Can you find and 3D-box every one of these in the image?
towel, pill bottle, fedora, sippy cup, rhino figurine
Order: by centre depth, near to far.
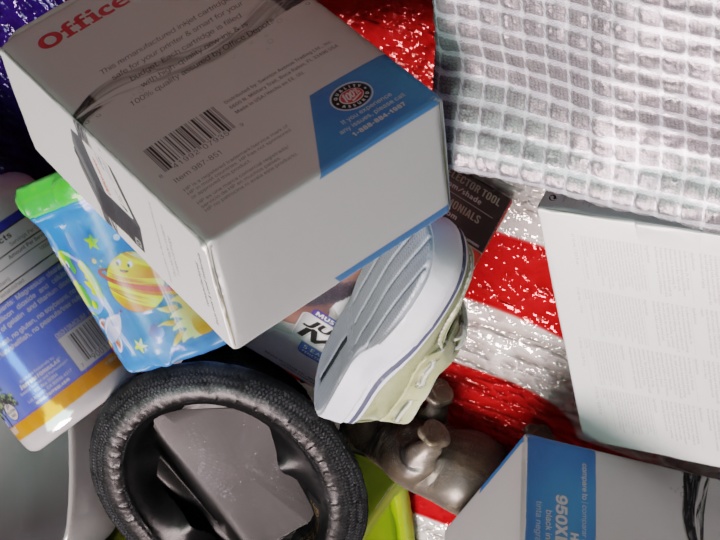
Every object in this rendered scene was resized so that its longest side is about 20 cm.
[{"bbox_3d":[0.124,-0.110,0.921,0.199,0.086,0.166,15,141,21],"label":"towel"},{"bbox_3d":[-0.118,-0.014,1.127,0.139,0.178,0.131,-22,96,4],"label":"sippy cup"},{"bbox_3d":[-0.232,0.008,1.237,0.200,0.112,0.112,53,141,-3],"label":"pill bottle"},{"bbox_3d":[-0.081,0.118,1.248,0.199,0.092,0.202,4,127,6],"label":"fedora"},{"bbox_3d":[0.046,0.119,1.272,0.199,0.060,0.088,25,142,10],"label":"rhino figurine"}]

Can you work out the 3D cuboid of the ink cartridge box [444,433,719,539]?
[{"bbox_3d":[0.167,0.189,1.192,0.199,0.085,0.145,13,144,-13],"label":"ink cartridge box"}]

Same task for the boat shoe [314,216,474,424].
[{"bbox_3d":[0.028,0.030,1.080,0.062,0.072,0.200,9,151,-16],"label":"boat shoe"}]

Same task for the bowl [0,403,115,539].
[{"bbox_3d":[-0.239,0.124,1.394,0.074,0.201,0.199,6,162,-39],"label":"bowl"}]

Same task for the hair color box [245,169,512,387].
[{"bbox_3d":[0.000,0.000,1.159,0.111,0.064,0.200,31,143,0],"label":"hair color box"}]

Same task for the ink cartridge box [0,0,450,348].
[{"bbox_3d":[-0.071,-0.076,0.985,0.200,0.145,0.084,42,155,36],"label":"ink cartridge box"}]

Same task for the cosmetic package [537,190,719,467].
[{"bbox_3d":[0.191,0.030,1.071,0.150,0.052,0.201,12,140,27],"label":"cosmetic package"}]

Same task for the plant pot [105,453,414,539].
[{"bbox_3d":[-0.084,0.238,1.397,0.181,0.199,0.201,21,145,23],"label":"plant pot"}]
